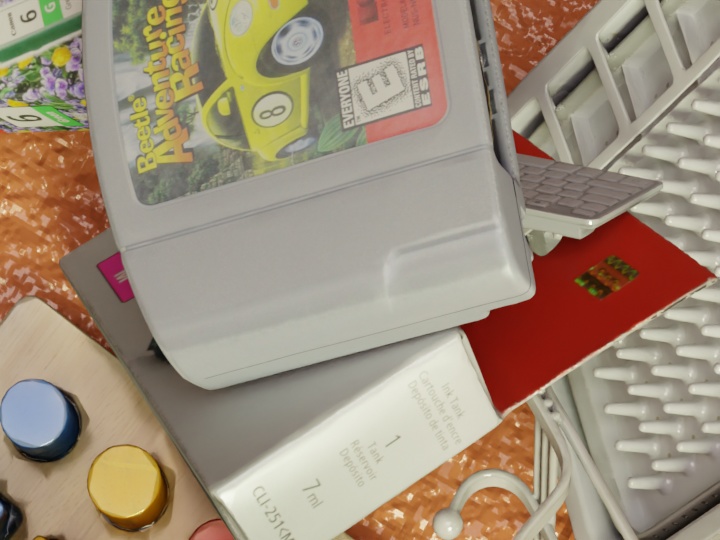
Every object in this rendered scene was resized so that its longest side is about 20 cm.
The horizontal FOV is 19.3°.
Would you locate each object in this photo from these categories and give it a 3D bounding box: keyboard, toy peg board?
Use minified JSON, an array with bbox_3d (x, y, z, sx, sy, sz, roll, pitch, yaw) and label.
[{"bbox_3d":[0.008,-0.041,0.759,0.199,0.056,0.011,13,118,31],"label":"keyboard"},{"bbox_3d":[-0.104,0.139,0.744,0.199,0.098,0.201,37,80,3],"label":"toy peg board"}]

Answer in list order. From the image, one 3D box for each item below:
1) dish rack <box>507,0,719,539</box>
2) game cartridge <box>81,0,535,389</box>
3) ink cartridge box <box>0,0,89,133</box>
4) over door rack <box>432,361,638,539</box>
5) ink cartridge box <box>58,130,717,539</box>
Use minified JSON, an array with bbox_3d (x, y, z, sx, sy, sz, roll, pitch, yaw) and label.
[{"bbox_3d":[0.119,-0.005,0.745,0.043,0.172,0.201,7,56,-33],"label":"dish rack"},{"bbox_3d":[-0.023,-0.069,0.672,0.132,0.041,0.202,-17,66,20],"label":"game cartridge"},{"bbox_3d":[-0.129,-0.108,0.775,0.198,0.050,0.110,0,79,19],"label":"ink cartridge box"},{"bbox_3d":[0.085,0.144,0.693,0.066,0.148,0.200,-31,57,-17],"label":"over door rack"},{"bbox_3d":[0.000,0.000,0.730,0.173,0.200,0.044,-33,120,-7],"label":"ink cartridge box"}]
